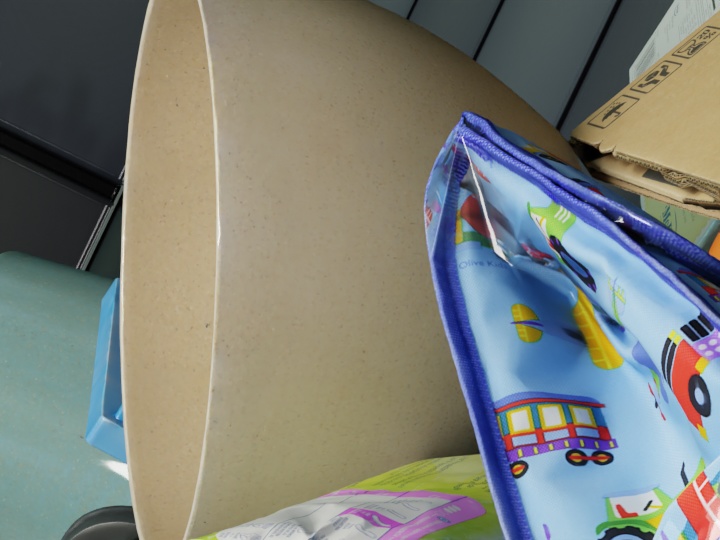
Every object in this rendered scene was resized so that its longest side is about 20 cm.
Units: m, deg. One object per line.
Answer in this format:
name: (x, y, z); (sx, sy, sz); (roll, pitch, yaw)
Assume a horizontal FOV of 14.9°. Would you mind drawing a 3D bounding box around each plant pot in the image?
plant pot: (-0.106, 0.092, 1.309); (0.200, 0.195, 0.201); (21, -90, -77)
plant pot: (0.000, 0.000, 0.905); (0.200, 0.134, 0.201); (-179, 90, -76)

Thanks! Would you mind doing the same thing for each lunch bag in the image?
lunch bag: (0.095, 0.045, 0.675); (0.094, 0.150, 0.200); (-52, 33, 15)

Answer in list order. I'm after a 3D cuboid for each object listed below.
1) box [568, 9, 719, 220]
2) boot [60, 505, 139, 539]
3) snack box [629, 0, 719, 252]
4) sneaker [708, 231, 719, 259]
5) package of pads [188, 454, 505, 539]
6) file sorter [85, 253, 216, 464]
box: (0.171, -0.087, 0.849); (0.200, 0.021, 0.163); (-39, 17, -7)
boot: (-0.035, 0.124, 1.105); (0.077, 0.200, 0.168); (-53, 18, 18)
snack box: (0.153, -0.072, 1.081); (0.116, 0.037, 0.200); (-58, 14, 28)
sneaker: (0.139, 0.005, 0.905); (0.200, 0.071, 0.080); (-60, 6, -4)
package of pads: (0.011, 0.134, 0.762); (0.200, 0.068, 0.155); (-5, -80, -68)
file sorter: (0.010, 0.037, 1.084); (0.123, 0.199, 0.139); (-58, 13, 17)
